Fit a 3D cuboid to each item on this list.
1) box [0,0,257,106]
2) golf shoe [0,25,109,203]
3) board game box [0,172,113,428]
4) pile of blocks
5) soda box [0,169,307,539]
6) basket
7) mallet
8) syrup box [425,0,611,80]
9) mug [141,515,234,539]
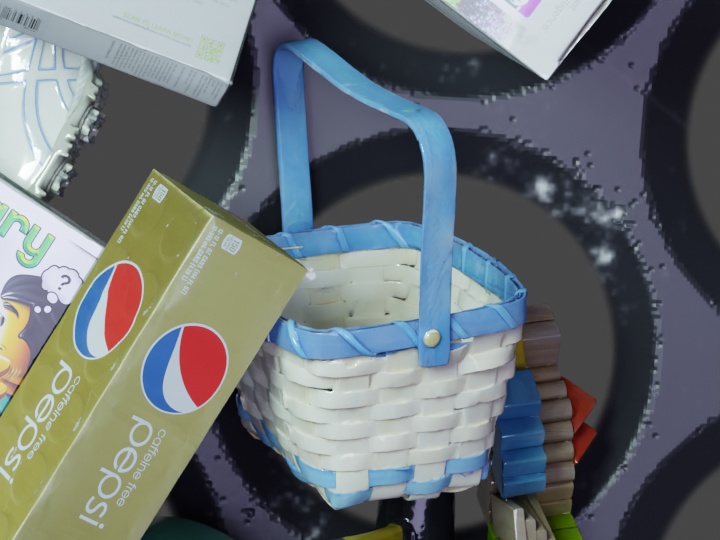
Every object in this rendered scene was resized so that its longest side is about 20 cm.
[{"bbox_3d":[-0.104,-0.193,1.445,0.144,0.036,0.201,21,67,-10],"label":"box"},{"bbox_3d":[-0.164,-0.103,1.484,0.097,0.078,0.201,26,86,-5],"label":"golf shoe"},{"bbox_3d":[-0.232,-0.011,1.423,0.199,0.035,0.127,33,92,-9],"label":"board game box"},{"bbox_3d":[0.096,0.104,1.542,0.062,0.082,0.201,-8,101,-11],"label":"pile of blocks"},{"bbox_3d":[-0.112,0.060,1.410,0.064,0.068,0.201,29,95,-36],"label":"soda box"},{"bbox_3d":[0.000,0.000,1.472,0.138,0.176,0.201,-13,115,-20],"label":"basket"},{"bbox_3d":[-0.005,0.129,1.488,0.041,0.200,0.066,7,89,26],"label":"mallet"},{"bbox_3d":[0.065,-0.154,1.436,0.081,0.200,0.079,36,94,-12],"label":"syrup box"},{"bbox_3d":[-0.106,0.193,1.484,0.185,0.114,0.152,-43,82,14],"label":"mug"}]
